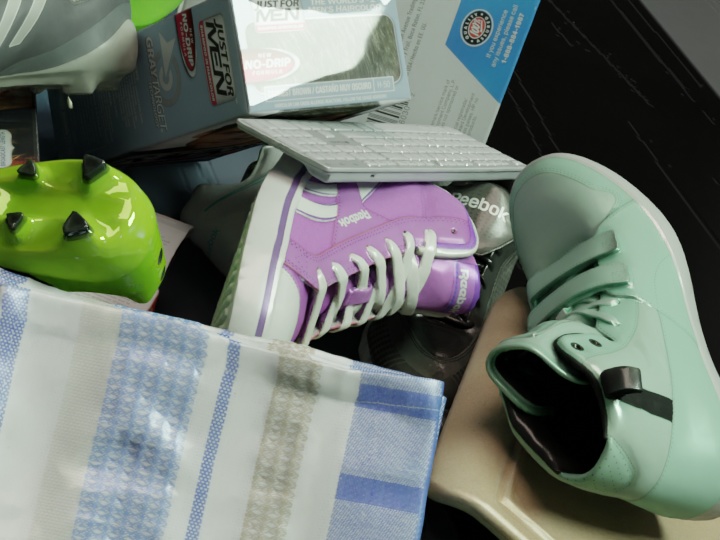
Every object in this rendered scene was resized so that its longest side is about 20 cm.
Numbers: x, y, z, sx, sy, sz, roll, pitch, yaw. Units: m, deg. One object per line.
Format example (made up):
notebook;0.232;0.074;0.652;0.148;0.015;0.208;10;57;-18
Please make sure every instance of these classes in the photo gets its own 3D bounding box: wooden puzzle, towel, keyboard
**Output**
wooden puzzle;0.125;0.113;0.850;0.199;0.037;0.185;37;31;-5
towel;-0.070;0.090;0.727;0.198;0.024;0.148;14;76;-8
keyboard;0.016;-0.060;0.904;0.056;0.011;0.199;35;20;25

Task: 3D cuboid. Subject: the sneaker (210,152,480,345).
sneaker;0.000;-0.001;0.846;0.113;0.073;0.201;23;32;1

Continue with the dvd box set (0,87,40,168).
dvd box set;-0.252;-0.058;0.873;0.198;0.030;0.147;-3;31;-9

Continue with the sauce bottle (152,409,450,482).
sauce bottle;-0.020;0.083;0.819;0.199;0.066;0.066;4;34;-35

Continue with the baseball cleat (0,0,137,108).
baseball cleat;-0.178;-0.126;0.837;0.069;0.108;0.200;2;7;29

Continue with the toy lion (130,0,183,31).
toy lion;-0.176;-0.197;0.942;0.200;0.068;0.192;52;36;-14

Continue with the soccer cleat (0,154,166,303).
soccer cleat;-0.178;-0.019;0.780;0.198;0.081;0.068;9;62;16

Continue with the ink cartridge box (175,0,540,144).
ink cartridge box;-0.008;-0.148;1.099;0.198;0.147;0.086;17;29;-7

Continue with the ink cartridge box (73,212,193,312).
ink cartridge box;-0.155;0.025;0.841;0.108;0.051;0.200;20;30;1

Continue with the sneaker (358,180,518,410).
sneaker;0.048;0.001;0.958;0.066;0.091;0.200;21;31;2

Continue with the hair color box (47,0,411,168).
hair color box;-0.074;-0.096;0.950;0.098;0.061;0.199;-9;-1;-35

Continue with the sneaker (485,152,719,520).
sneaker;0.096;0.015;0.830;0.118;0.074;0.201;16;41;-45

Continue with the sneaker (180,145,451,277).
sneaker;-0.017;-0.045;1.012;0.080;0.071;0.200;33;34;25
